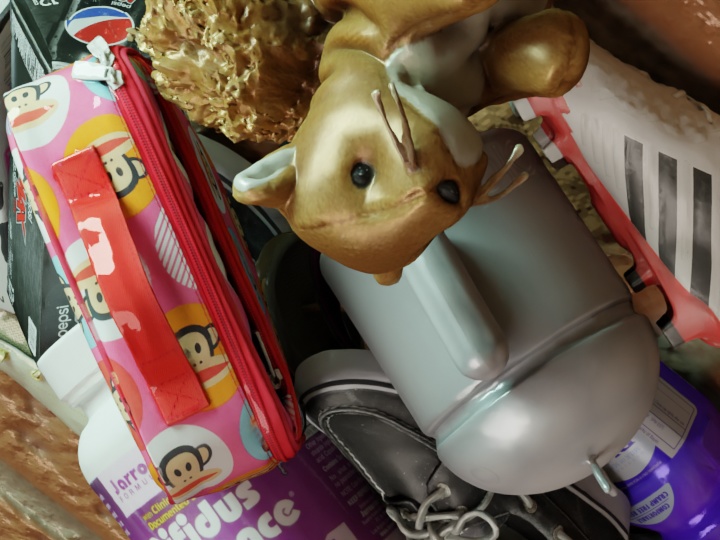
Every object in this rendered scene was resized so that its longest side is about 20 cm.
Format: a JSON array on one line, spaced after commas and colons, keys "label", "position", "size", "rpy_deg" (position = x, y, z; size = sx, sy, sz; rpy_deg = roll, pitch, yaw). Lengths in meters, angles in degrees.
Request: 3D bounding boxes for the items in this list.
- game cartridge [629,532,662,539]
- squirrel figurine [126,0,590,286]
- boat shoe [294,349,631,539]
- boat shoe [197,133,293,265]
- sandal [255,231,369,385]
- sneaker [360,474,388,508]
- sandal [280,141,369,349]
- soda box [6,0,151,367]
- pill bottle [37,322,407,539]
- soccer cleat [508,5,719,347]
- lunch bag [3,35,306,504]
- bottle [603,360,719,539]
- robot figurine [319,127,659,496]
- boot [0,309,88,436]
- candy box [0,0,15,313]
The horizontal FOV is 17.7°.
[{"label": "game cartridge", "position": [0.147, 0.210, 1.293], "size": [0.199, 0.042, 0.134], "rpy_deg": [0, 109, 28]}, {"label": "squirrel figurine", "position": [0.004, -0.091, 0.946], "size": [0.199, 0.188, 0.141], "rpy_deg": [7, 166, 44]}, {"label": "boat shoe", "position": [0.048, 0.108, 1.118], "size": [0.199, 0.068, 0.073], "rpy_deg": [36, 137, -28]}, {"label": "boat shoe", "position": [-0.063, 0.017, 1.235], "size": [0.071, 0.068, 0.200], "rpy_deg": [2, 135, 33]}, {"label": "sandal", "position": [0.012, 0.053, 1.218], "size": [0.054, 0.082, 0.200], "rpy_deg": [-16, 123, 33]}, {"label": "sneaker", "position": [-0.028, 0.145, 1.302], "size": [0.099, 0.071, 0.200], "rpy_deg": [-17, 156, 11]}, {"label": "sandal", "position": [-0.001, 0.000, 1.137], "size": [0.075, 0.048, 0.201], "rpy_deg": [-15, 104, 56]}, {"label": "soda box", "position": [-0.138, -0.046, 1.173], "size": [0.201, 0.070, 0.063], "rpy_deg": [99, 152, -43]}, {"label": "pill bottle", "position": [-0.070, 0.101, 1.156], "size": [0.200, 0.112, 0.112], "rpy_deg": [52, 142, 2]}, {"label": "soccer cleat", "position": [0.127, -0.059, 1.027], "size": [0.200, 0.085, 0.069], "rpy_deg": [57, -176, -4]}, {"label": "lunch bag", "position": [-0.092, 0.002, 1.019], "size": [0.176, 0.082, 0.201], "rpy_deg": [37, -150, -88]}, {"label": "bottle", "position": [0.140, 0.087, 1.178], "size": [0.200, 0.065, 0.083], "rpy_deg": [39, 142, -11]}, {"label": "robot figurine", "position": [0.059, 0.017, 1.044], "size": [0.113, 0.170, 0.200], "rpy_deg": [-36, 80, 16]}, {"label": "boot", "position": [-0.154, 0.055, 1.305], "size": [0.155, 0.072, 0.200], "rpy_deg": [40, 169, -7]}, {"label": "candy box", "position": [-0.247, -0.086, 1.240], "size": [0.167, 0.072, 0.201], "rpy_deg": [17, 141, 17]}]
